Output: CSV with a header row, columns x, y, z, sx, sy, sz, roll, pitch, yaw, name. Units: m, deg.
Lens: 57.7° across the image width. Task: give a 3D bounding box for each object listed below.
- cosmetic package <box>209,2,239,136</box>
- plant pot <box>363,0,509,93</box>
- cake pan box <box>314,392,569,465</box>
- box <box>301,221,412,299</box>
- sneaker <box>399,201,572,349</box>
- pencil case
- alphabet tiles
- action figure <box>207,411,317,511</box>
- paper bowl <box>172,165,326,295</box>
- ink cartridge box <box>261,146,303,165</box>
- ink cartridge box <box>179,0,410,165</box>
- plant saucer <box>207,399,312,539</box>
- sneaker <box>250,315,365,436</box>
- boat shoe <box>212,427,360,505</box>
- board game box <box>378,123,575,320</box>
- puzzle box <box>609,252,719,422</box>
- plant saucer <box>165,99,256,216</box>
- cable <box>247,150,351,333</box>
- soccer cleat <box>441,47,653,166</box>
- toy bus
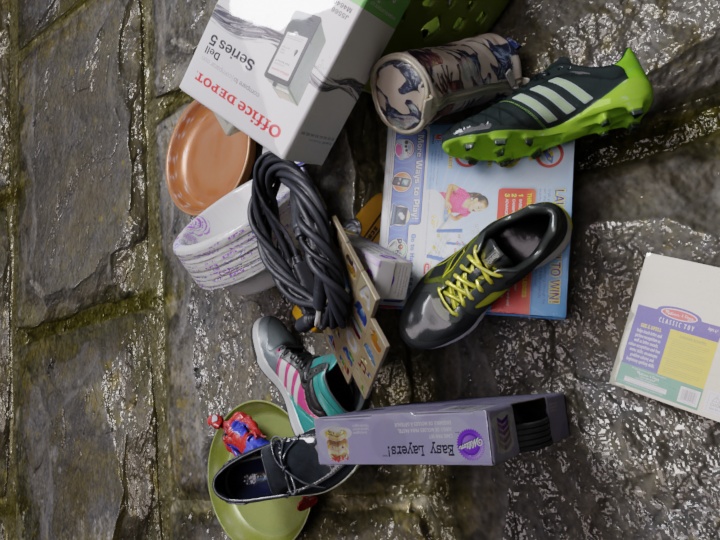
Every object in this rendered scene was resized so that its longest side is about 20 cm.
x,y,z,sx,sy,sz,roll,pitch,yaw,name
-0.141,-0.251,0.808,0.105,0.071,0.200,62,158,-8,cosmetic package
0.024,-0.312,0.763,0.199,0.200,0.182,44,117,33,plant pot
0.087,0.155,0.650,0.200,0.184,0.052,-12,80,34,cake pan box
-0.011,-0.017,0.706,0.200,0.039,0.042,34,116,60,box
0.110,-0.001,0.618,0.200,0.085,0.075,-43,74,8,sneaker
0.095,-0.198,0.684,0.089,0.200,0.078,23,125,33,pencil case
-0.019,0.039,0.694,0.167,0.006,0.200,62,158,26,alphabet tiles
-0.134,0.236,0.855,0.200,0.052,0.066,22,101,39,action figure
-0.135,-0.045,0.860,0.200,0.201,0.105,-12,119,35,paper bowl
-0.087,-0.215,0.902,0.095,0.037,0.201,-14,59,34,ink cartridge box
-0.063,-0.224,0.637,0.145,0.084,0.200,36,107,16,ink cartridge box
-0.131,0.278,0.893,0.200,0.031,0.201,-6,80,35,plant saucer
-0.059,0.121,0.826,0.121,0.084,0.200,-42,68,30,sneaker
-0.086,0.230,0.763,0.200,0.062,0.075,-21,72,18,boat shoe
0.122,-0.053,0.694,0.195,0.056,0.201,4,85,17,board game box
0.335,0.069,0.573,0.200,0.025,0.133,18,95,38,puzzle box
-0.232,-0.181,1.033,0.200,0.037,0.201,-7,78,37,plant saucer
-0.070,-0.029,0.684,0.163,0.051,0.201,-11,97,70,cable
0.174,-0.156,0.632,0.199,0.068,0.081,-12,71,9,soccer cleat
0.000,0.000,0.813,0.078,0.065,0.200,45,110,31,toy bus
